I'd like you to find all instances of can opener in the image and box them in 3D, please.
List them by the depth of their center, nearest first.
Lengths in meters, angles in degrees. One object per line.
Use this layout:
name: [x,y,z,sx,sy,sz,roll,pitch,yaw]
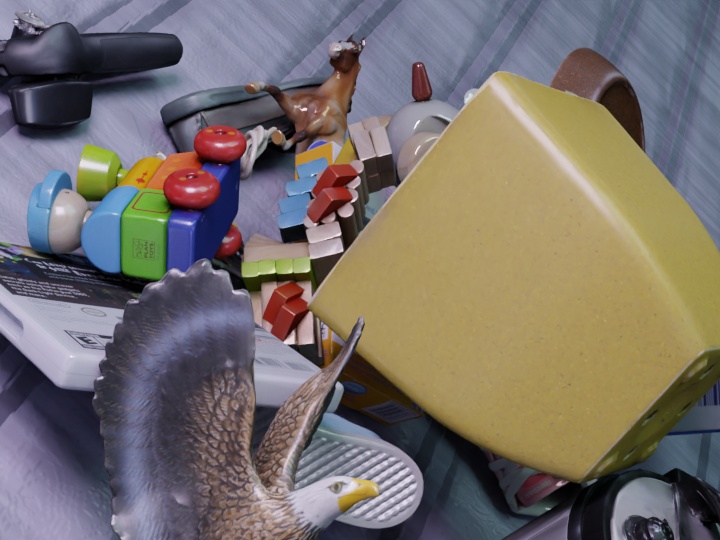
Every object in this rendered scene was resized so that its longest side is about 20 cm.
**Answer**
can opener: [-0.202,-0.155,1.030,0.063,0.079,0.200,13,20,20]

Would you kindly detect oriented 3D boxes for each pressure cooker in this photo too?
pressure cooker: [0.166,0.227,0.895,0.178,0.200,0.176,0,57,-51]

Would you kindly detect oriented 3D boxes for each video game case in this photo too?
video game case: [-0.136,0.031,0.837,0.199,0.023,0.182,11,15,-45]

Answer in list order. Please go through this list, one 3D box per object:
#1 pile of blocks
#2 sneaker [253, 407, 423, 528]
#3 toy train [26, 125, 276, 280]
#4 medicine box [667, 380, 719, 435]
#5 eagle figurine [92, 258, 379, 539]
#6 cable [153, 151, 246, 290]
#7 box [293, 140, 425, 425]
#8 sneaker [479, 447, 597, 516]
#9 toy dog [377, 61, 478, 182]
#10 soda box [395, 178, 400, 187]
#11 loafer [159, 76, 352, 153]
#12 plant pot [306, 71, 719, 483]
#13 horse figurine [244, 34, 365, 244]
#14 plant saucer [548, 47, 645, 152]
pile of blocks: [-0.037,-0.030,0.948,0.082,0.062,0.201,17,67,13]
sneaker: [-0.061,0.112,0.897,0.199,0.074,0.082,26,-5,-15]
toy train: [-0.131,-0.058,0.918,0.115,0.085,0.200,9,28,5]
medicine box: [0.273,0.060,1.169,0.200,0.181,0.104,-64,149,-80]
eagle figurine: [-0.056,0.115,0.740,0.150,0.152,0.201,-8,64,-6]
cable: [-0.078,-0.004,0.996,0.200,0.050,0.097,38,16,-12]
box: [0.000,0.000,1.031,0.119,0.041,0.201,32,52,-48]
sneaker: [0.115,0.115,1.075,0.200,0.075,0.105,42,27,-27]
toy dog: [0.092,-0.113,1.108,0.132,0.097,0.200,18,19,37]
soda box: [0.085,0.008,1.173,0.200,0.068,0.064,47,32,-2]
loafer: [-0.077,-0.114,1.132,0.200,0.072,0.063,-14,86,-49]
plant pot: [0.128,0.023,0.899,0.200,0.196,0.194,48,21,21]
horse figurine: [-0.034,-0.077,1.093,0.132,0.050,0.201,-24,109,-60]
plant saucer: [0.185,-0.073,1.107,0.200,0.034,0.201,-20,113,-60]
